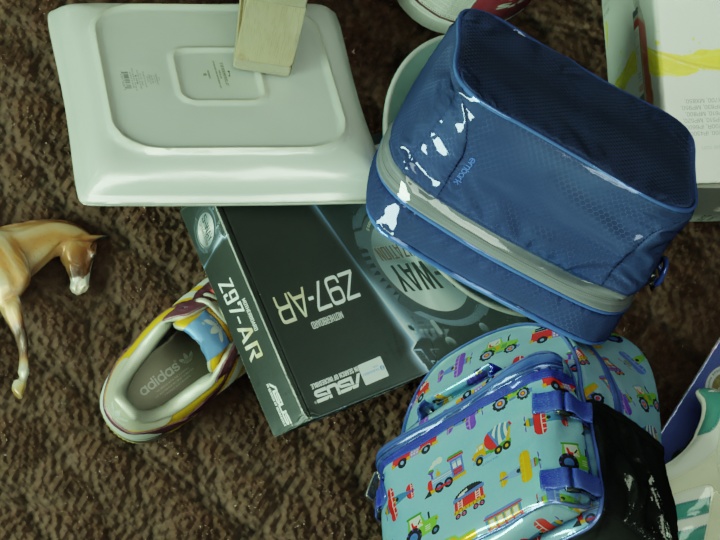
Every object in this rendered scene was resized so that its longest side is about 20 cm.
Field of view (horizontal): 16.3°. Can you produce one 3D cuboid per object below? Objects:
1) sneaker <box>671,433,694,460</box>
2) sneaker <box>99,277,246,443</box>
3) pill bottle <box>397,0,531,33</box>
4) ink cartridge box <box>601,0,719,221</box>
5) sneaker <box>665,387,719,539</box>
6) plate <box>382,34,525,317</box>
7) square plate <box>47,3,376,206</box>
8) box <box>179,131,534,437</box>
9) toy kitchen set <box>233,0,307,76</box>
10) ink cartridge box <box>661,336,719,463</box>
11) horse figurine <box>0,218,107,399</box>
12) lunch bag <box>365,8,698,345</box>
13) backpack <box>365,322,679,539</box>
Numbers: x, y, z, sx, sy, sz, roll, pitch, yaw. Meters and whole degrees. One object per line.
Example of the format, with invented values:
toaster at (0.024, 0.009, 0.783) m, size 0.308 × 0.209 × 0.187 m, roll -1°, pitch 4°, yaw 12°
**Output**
sneaker at (0.245, 0.135, 1.665) m, size 0.200 × 0.073 × 0.071 m, roll -44°, pitch 87°, yaw -11°
sneaker at (-0.085, 0.035, 1.623) m, size 0.075 × 0.090 × 0.200 m, roll 44°, pitch 79°, yaw 0°
pill bottle at (0.078, -0.219, 1.627) m, size 0.109 × 0.200 × 0.110 m, roll 1°, pitch 82°, yaw -8°
ink cartridge box at (0.217, -0.140, 1.663) m, size 0.083 × 0.145 × 0.201 m, roll -3°, pitch 82°, yaw -8°
sneaker at (0.205, 0.167, 1.573) m, size 0.093 × 0.070 × 0.200 m, roll 29°, pitch 93°, yaw 26°
plate at (0.088, -0.061, 1.661) m, size 0.200 × 0.026 × 0.201 m, roll 16°, pitch 63°, yaw -33°
square plate at (-0.092, -0.115, 1.608) m, size 0.197 × 0.028 × 0.200 m, roll -1°, pitch 42°, yaw -14°
box at (0.000, 0.000, 1.625) m, size 0.200 × 0.044 × 0.161 m, roll -19°, pitch 84°, yaw -36°
toy kitchen set at (-0.122, -0.258, 1.589) m, size 0.199 × 0.163 × 0.181 m, roll 8°, pitch 52°, yaw -6°
ink cartridge box at (0.269, 0.163, 1.632) m, size 0.200 × 0.043 × 0.197 m, roll 33°, pitch 88°, yaw -27°
horse figurine at (-0.275, 0.009, 1.618) m, size 0.199 × 0.050 × 0.133 m, roll 12°, pitch 68°, yaw 0°
lunch bag at (0.107, -0.047, 1.540) m, size 0.200 × 0.136 × 0.132 m, roll 29°, pitch 118°, yaw -8°
backpack at (0.097, 0.115, 1.550) m, size 0.134 × 0.182 × 0.200 m, roll 35°, pitch 39°, yaw -38°
